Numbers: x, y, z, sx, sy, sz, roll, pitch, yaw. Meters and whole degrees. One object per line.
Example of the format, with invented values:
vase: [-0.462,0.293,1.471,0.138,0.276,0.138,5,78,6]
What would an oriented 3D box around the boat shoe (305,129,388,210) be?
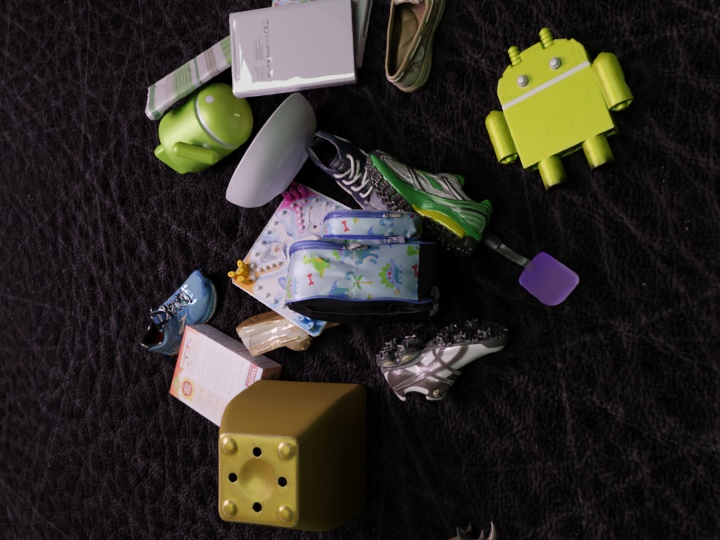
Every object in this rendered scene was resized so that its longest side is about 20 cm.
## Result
boat shoe: [-0.001,-0.135,0.952,0.200,0.093,0.075,42,106,27]

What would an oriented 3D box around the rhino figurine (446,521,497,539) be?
rhino figurine: [0.129,0.423,0.874,0.087,0.060,0.201,39,106,39]

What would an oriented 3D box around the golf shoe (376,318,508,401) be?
golf shoe: [0.122,0.128,0.890,0.199,0.078,0.095,-17,97,33]

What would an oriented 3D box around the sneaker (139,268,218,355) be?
sneaker: [-0.336,0.083,1.170,0.078,0.090,0.201,45,111,25]

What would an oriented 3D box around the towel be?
towel: [-0.281,-0.337,1.104,0.199,0.031,0.150,-31,35,4]

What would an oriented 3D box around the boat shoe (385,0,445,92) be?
boat shoe: [0.076,-0.367,0.927,0.073,0.063,0.202,5,91,34]

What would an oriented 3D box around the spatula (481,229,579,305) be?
spatula: [0.198,-0.026,0.861,0.200,0.021,0.057,39,89,31]

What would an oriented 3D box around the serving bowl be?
serving bowl: [-0.127,-0.176,0.999,0.066,0.200,0.201,34,110,-4]

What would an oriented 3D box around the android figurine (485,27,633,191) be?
android figurine: [0.250,-0.212,0.824,0.181,0.041,0.202,-21,79,31]

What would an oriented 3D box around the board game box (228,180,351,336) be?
board game box: [-0.090,-0.028,1.008,0.199,0.026,0.201,29,83,31]

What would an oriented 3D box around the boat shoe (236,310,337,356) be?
boat shoe: [-0.104,0.096,1.036,0.199,0.074,0.070,-13,105,24]

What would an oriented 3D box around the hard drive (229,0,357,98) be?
hard drive: [-0.106,-0.350,1.003,0.198,0.027,0.133,-4,87,12]

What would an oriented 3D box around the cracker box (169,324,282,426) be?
cracker box: [-0.239,0.193,1.123,0.199,0.058,0.135,23,101,32]

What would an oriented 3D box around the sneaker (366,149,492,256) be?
sneaker: [0.091,-0.106,0.883,0.199,0.078,0.085,36,75,10]

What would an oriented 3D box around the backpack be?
backpack: [0.000,0.000,0.865,0.198,0.183,0.148,-1,77,1]

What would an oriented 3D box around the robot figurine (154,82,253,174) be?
robot figurine: [-0.271,-0.249,1.120,0.199,0.116,0.177,-24,45,31]

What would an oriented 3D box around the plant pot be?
plant pot: [-0.108,0.273,0.922,0.193,0.200,0.197,0,88,16]

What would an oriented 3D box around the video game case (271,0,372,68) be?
video game case: [-0.068,-0.429,1.048,0.199,0.022,0.184,14,96,33]
